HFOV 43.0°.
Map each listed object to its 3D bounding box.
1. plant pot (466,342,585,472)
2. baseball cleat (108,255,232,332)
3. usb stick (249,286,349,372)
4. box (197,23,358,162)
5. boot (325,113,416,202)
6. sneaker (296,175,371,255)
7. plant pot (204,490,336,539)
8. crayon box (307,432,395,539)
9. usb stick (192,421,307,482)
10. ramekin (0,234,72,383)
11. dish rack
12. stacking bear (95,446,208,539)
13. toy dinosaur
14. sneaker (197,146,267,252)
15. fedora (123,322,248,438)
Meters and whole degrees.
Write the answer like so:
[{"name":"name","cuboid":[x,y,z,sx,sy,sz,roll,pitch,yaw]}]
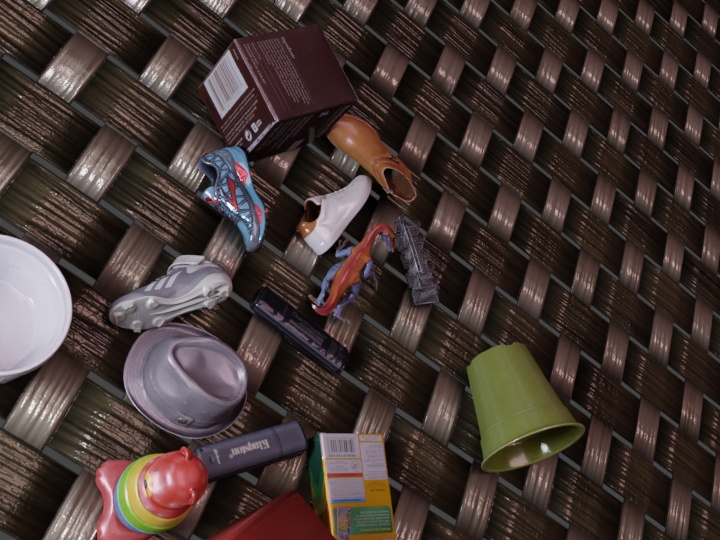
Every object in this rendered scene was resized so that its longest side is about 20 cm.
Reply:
[{"name":"plant pot","cuboid":[0.283,0.242,1.683,0.199,0.200,0.191,2,56,-35]},{"name":"baseball cleat","cuboid":[-0.305,0.033,1.436,0.198,0.070,0.107,-11,42,-26]},{"name":"usb stick","cuboid":[-0.102,0.101,1.560,0.200,0.033,0.056,39,45,-14]},{"name":"box","cuboid":[-0.149,-0.316,1.638,0.199,0.166,0.165,-23,82,-39]},{"name":"boot","cuboid":[0.024,-0.214,1.726,0.199,0.074,0.155,31,17,-23]},{"name":"sneaker","cuboid":[-0.048,-0.125,1.679,0.085,0.073,0.201,44,52,-13]},{"name":"plant pot","cuboid":[-0.132,0.432,1.288,0.201,0.199,0.176,52,38,-3]},{"name":"crayon box","cuboid":[-0.014,0.368,1.482,0.125,0.051,0.202,7,64,-33]},{"name":"usb stick","cuboid":[-0.170,0.280,1.416,0.199,0.033,0.056,-9,75,-38]},{"name":"ramekin","cuboid":[-0.506,0.062,1.244,0.199,0.105,0.202,16,59,-29]},{"name":"dish rack","cuboid":[0.103,-0.020,1.672,0.054,0.200,0.155,-17,78,-3]},{"name":"stacking bear","cuboid":[-0.272,0.297,1.235,0.113,0.200,0.123,7,64,-32]},{"name":"toy dinosaur","cuboid":[0.000,0.000,1.602,0.105,0.200,0.182,34,95,-9]},{"name":"sneaker","cuboid":[-0.225,-0.115,1.560,0.095,0.079,0.201,-10,66,-28]},{"name":"fedora","cuboid":[-0.250,0.157,1.389,0.199,0.090,0.178,37,52,-16]}]
